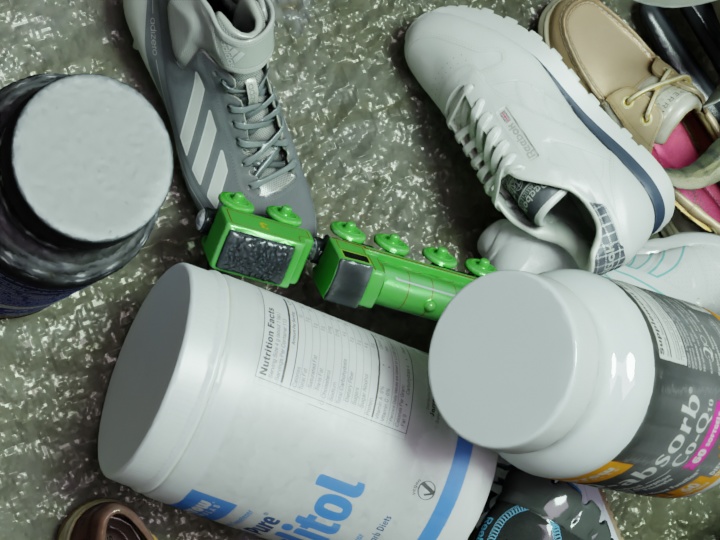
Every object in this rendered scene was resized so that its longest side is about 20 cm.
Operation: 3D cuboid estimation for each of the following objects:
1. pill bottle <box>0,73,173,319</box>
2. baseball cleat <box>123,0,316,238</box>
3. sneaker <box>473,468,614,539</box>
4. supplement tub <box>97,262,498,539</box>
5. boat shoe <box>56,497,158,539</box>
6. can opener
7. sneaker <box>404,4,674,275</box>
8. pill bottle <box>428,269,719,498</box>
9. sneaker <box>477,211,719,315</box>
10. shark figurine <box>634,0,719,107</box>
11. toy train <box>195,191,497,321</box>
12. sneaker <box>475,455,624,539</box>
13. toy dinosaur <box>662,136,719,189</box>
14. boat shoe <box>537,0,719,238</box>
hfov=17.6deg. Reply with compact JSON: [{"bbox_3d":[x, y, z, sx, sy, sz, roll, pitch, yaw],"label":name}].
[{"bbox_3d":[-0.170,-0.041,1.233,0.111,0.200,0.113,4,80,-23],"label":"pill bottle"},{"bbox_3d":[-0.072,-0.093,1.336,0.070,0.106,0.201,-34,98,-29],"label":"baseball cleat"},{"bbox_3d":[0.140,0.200,1.348,0.200,0.073,0.082,40,73,-16],"label":"sneaker"},{"bbox_3d":[-0.034,0.089,1.313,0.199,0.132,0.133,21,74,-19],"label":"supplement tub"},{"bbox_3d":[-0.106,0.220,1.293,0.072,0.072,0.201,-21,91,-25],"label":"boat shoe"},{"bbox_3d":[0.247,-0.100,1.513,0.063,0.079,0.200,-39,97,16],"label":"can opener"},{"bbox_3d":[0.095,-0.080,1.394,0.200,0.077,0.080,41,55,15],"label":"sneaker"},{"bbox_3d":[0.130,0.062,1.287,0.199,0.116,0.117,14,75,-53],"label":"pill bottle"},{"bbox_3d":[0.168,0.020,1.436,0.199,0.071,0.081,5,53,-18],"label":"sneaker"},{"bbox_3d":[0.228,-0.138,1.400,0.128,0.214,0.090,46,102,8],"label":"shark figurine"},{"bbox_3d":[0.000,0.000,1.339,0.199,0.056,0.042,15,111,-21],"label":"toy train"},{"bbox_3d":[0.084,0.139,1.391,0.108,0.070,0.201,-27,97,-27],"label":"sneaker"},{"bbox_3d":[0.263,-0.081,1.446,0.088,0.048,0.200,42,57,15],"label":"toy dinosaur"},{"bbox_3d":[0.191,-0.096,1.472,0.074,0.069,0.200,-42,100,-23],"label":"boat shoe"}]
